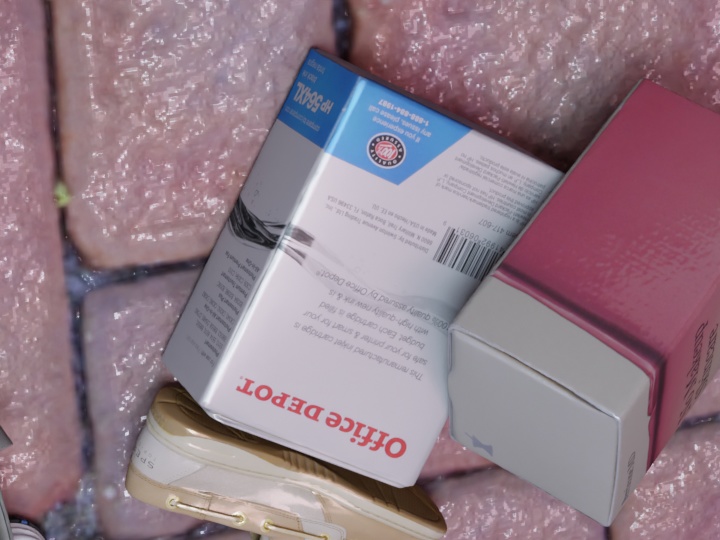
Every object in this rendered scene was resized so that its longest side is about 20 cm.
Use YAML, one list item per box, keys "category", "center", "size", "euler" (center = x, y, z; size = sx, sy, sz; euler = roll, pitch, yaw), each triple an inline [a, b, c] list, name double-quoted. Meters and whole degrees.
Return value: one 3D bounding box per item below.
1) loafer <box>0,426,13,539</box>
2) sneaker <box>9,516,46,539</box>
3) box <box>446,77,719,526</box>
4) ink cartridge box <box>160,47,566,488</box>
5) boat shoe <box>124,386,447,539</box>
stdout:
- category: "loafer"
  center: [-0.215, 0.086, 1.228]
  size: [0.070, 0.070, 0.200]
  euler: [-3, 102, 20]
- category: "sneaker"
  center: [-0.207, 0.240, 1.295]
  size: [0.076, 0.077, 0.200]
  euler: [1, 108, -25]
- category: "box"
  center: [0.146, 0.017, 1.290]
  size: [0.200, 0.109, 0.128]
  euler: [-52, 158, -25]
- category: "ink cartridge box"
  center: [0.000, 0.000, 1.298]
  size: [0.146, 0.084, 0.200]
  euler: [24, 97, -28]
- category: "boat shoe"
  center: [-0.045, 0.128, 1.336]
  size: [0.200, 0.074, 0.069]
  euler: [24, 109, -26]
